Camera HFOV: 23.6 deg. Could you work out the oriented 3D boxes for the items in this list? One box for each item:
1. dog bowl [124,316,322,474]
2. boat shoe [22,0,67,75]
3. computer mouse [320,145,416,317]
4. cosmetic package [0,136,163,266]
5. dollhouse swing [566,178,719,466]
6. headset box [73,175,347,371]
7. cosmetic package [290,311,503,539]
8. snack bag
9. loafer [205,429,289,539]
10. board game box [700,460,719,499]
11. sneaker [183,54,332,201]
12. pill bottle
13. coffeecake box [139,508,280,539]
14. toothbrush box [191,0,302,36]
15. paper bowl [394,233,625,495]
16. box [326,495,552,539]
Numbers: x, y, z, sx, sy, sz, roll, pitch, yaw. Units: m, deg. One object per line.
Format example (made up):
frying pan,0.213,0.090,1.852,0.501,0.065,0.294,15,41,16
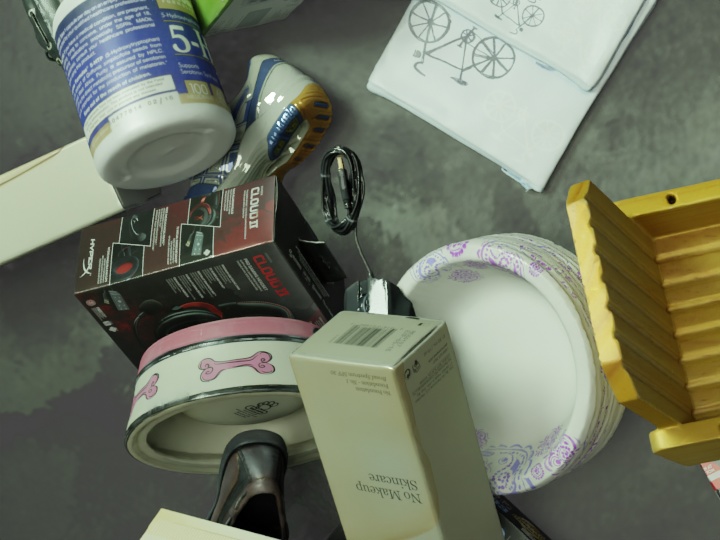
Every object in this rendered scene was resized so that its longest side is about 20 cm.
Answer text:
dog bowl,-0.095,0.102,1.410,0.200,0.200,0.074,-14,64,17
boat shoe,-0.257,-0.218,1.514,0.066,0.074,0.200,-25,93,44
computer mouse,0.000,0.000,1.360,0.059,0.034,0.200,-19,85,39
cosmetic package,-0.286,-0.053,1.501,0.200,0.104,0.073,-23,94,15
dollhouse swing,0.260,0.018,1.266,0.181,0.176,0.200,-12,67,8
headset box,-0.112,0.010,1.425,0.200,0.149,0.075,-14,49,16
cosmetic package,0.029,0.136,1.308,0.103,0.073,0.200,3,120,39
snack bag,0.118,-0.193,1.422,0.188,0.021,0.200,33,100,13
loafer,-0.092,0.220,1.421,0.072,0.063,0.200,-2,131,-11
board game box,0.353,0.187,1.339,0.199,0.062,0.200,5,93,18
sneaker,-0.108,-0.093,1.477,0.200,0.075,0.088,-51,60,10
pill bottle,-0.187,-0.180,1.424,0.120,0.120,0.200,-26,70,16
coffeecake box,-0.100,0.305,1.414,0.153,0.073,0.200,11,130,21
toothbrush box,-0.107,-0.311,1.412,0.086,0.146,0.200,-14,87,-20
paper bowl,0.121,0.069,1.366,0.200,0.104,0.201,9,105,36
box,0.062,0.271,1.435,0.198,0.050,0.200,42,103,13
